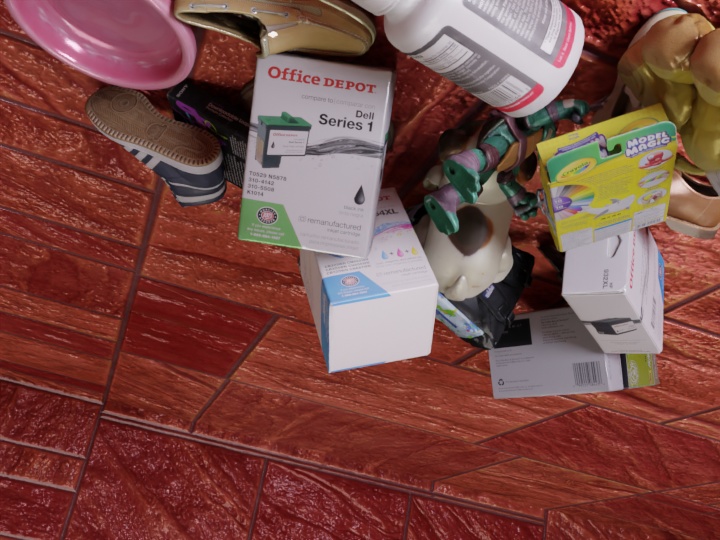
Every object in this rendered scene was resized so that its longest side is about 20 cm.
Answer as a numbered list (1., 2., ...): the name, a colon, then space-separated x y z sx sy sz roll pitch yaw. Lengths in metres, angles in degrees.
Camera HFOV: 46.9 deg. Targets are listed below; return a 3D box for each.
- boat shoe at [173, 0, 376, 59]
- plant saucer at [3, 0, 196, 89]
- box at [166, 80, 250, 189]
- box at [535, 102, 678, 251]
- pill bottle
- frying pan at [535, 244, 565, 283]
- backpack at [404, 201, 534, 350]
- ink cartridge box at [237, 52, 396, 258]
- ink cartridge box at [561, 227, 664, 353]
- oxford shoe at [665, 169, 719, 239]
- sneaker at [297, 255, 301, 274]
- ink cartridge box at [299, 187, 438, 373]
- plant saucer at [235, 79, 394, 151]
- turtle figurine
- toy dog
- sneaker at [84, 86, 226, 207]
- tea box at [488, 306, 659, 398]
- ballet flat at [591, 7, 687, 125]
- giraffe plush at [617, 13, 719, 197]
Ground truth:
1. boat shoe: -0.085 -0.240 0.822 0.200 0.076 0.072 13 156 -6
2. plant saucer: -0.263 -0.267 0.860 0.200 0.051 0.201 12 157 5
3. box: -0.139 -0.144 1.031 0.200 0.036 0.143 28 158 10
4. box: 0.231 -0.086 0.785 0.117 0.048 0.200 -17 159 10
5. pill bottle: 0.091 -0.227 0.734 0.200 0.111 0.111 24 153 -27
6. frying pan: 0.278 -0.007 1.155 0.031 0.115 0.190 -42 149 9
7. backpack: 0.121 -0.009 1.158 0.200 0.163 0.154 38 161 -33
8. ink cartridge box: -0.046 -0.127 0.894 0.146 0.200 0.084 8 -166 3
9. ink cartridge box: 0.340 0.008 1.104 0.084 0.145 0.200 -4 152 31
10. oxford shoe: 0.341 -0.100 0.988 0.200 0.071 0.071 13 128 -3
11. sneaker: -0.005 -0.021 1.305 0.200 0.075 0.115 0 -173 -15
12. ink cartridge box: 0.000 0.000 1.009 0.128 0.200 0.125 -10 137 -11
13. plant saucer: -0.058 -0.171 1.022 0.200 0.030 0.200 8 156 4
14. turtle figurine: 0.159 -0.116 0.843 0.101 0.200 0.150 42 149 30
15. toy dog: 0.126 -0.082 0.971 0.139 0.194 0.200 20 124 12
16. sneaker: -0.252 -0.149 1.039 0.200 0.070 0.109 28 156 17
17. tea box: 0.336 0.127 1.317 0.200 0.134 0.197 -11 171 40
18. ballet flat: 0.284 -0.172 0.830 0.069 0.070 0.200 10 156 3
19. giraffe plush: 0.350 -0.166 0.715 0.200 0.162 0.173 51 178 -34
